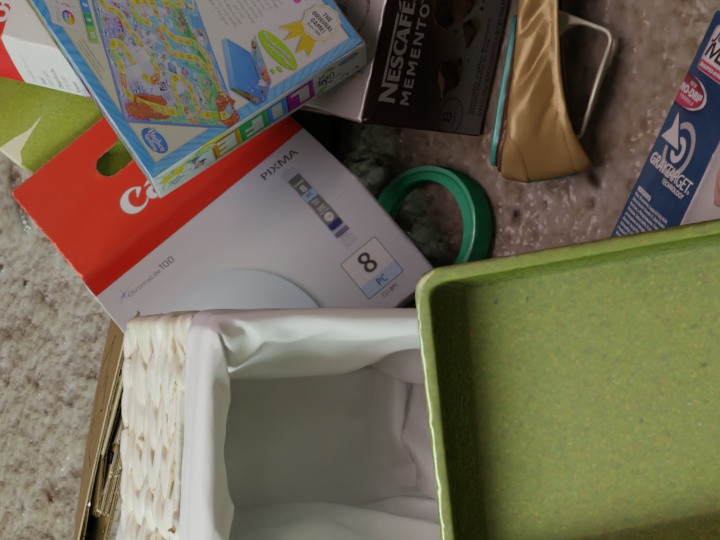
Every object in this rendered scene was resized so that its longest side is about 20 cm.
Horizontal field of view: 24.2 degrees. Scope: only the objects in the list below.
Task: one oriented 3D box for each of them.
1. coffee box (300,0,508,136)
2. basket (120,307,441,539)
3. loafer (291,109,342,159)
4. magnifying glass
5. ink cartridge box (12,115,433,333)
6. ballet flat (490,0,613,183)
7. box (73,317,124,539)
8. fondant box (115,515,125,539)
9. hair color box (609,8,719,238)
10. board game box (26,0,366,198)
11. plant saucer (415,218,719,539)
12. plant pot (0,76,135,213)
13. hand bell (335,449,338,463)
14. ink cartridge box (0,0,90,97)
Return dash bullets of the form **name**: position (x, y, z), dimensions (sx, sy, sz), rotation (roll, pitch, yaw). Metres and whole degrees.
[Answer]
- **coffee box**: position (0.027, -0.183, 0.957), dimensions (0.080, 0.113, 0.200), rotation (19, 101, 38)
- **basket**: position (-0.015, 0.085, 0.852), dimensions (0.123, 0.200, 0.136), rotation (2, 90, 61)
- **loafer**: position (-0.042, -0.045, 1.025), dimensions (0.072, 0.073, 0.200), rotation (18, 97, 60)
- **magnifying glass**: position (0.000, 0.000, 1.036), dimensions (0.200, 0.022, 0.080), rotation (-30, 68, 38)
- **ink cartridge box**: position (-0.080, -0.021, 0.961), dimensions (0.160, 0.047, 0.200), rotation (-40, 88, -6)
- **ballet flat**: position (0.110, -0.148, 0.931), dimensions (0.063, 0.069, 0.200), rotation (4, 95, 12)
- **box**: position (-0.161, 0.093, 1.091), dimensions (0.200, 0.021, 0.164), rotation (-124, 47, -75)
- **fondant box**: position (-0.075, 0.208, 1.074), dimensions (0.200, 0.058, 0.145), rotation (23, 104, 39)
- **hair color box**: position (0.184, -0.015, 0.823), dimensions (0.061, 0.100, 0.200), rotation (-119, 49, -64)
- **board game box**: position (-0.107, -0.157, 0.901), dimensions (0.134, 0.034, 0.200), rotation (-33, 77, -7)
- **plant saucer**: position (0.126, 0.066, 0.785), dimensions (0.048, 0.200, 0.200), rotation (-115, 16, -65)
- **plant pot**: position (-0.131, -0.146, 1.067), dimensions (0.187, 0.187, 0.200), rotation (40, 97, 33)
- **hand bell**: position (-0.065, 0.107, 1.024), dimensions (0.200, 0.104, 0.104), rotation (-2, 88, 35)
- **ink cartridge box**: position (-0.144, -0.162, 0.956), dimensions (0.200, 0.067, 0.116), rotation (13, 76, 5)
